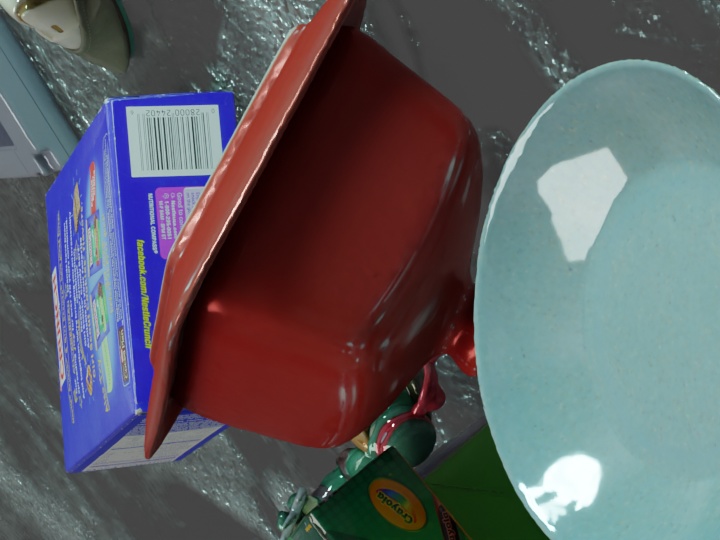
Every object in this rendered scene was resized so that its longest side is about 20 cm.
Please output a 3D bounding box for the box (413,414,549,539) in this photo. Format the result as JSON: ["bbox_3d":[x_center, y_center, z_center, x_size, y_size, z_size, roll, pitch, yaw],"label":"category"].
[{"bbox_3d":[0.098,0.173,1.293,0.200,0.097,0.176,52,157,2],"label":"box"}]

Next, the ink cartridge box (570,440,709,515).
[{"bbox_3d":[0.164,0.135,1.107,0.145,0.083,0.201,22,143,52],"label":"ink cartridge box"}]

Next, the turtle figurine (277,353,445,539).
[{"bbox_3d":[-0.013,0.069,1.345,0.200,0.100,0.151,-136,45,-62],"label":"turtle figurine"}]

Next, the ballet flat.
[{"bbox_3d":[-0.172,-0.168,1.350,0.067,0.064,0.201,38,155,32],"label":"ballet flat"}]

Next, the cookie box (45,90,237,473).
[{"bbox_3d":[-0.118,0.011,1.405,0.200,0.075,0.173,143,122,-69],"label":"cookie box"}]

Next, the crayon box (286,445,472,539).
[{"bbox_3d":[0.012,0.174,1.257,0.119,0.058,0.200,50,158,8],"label":"crayon box"}]

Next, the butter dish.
[{"bbox_3d":[0.000,0.000,1.147,0.147,0.201,0.200,26,156,2],"label":"butter dish"}]

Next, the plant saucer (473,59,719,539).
[{"bbox_3d":[0.116,0.020,0.997,0.200,0.038,0.203,-1,89,56],"label":"plant saucer"}]

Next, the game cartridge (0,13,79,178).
[{"bbox_3d":[-0.253,-0.122,1.636,0.134,0.041,0.200,55,159,-17],"label":"game cartridge"}]
